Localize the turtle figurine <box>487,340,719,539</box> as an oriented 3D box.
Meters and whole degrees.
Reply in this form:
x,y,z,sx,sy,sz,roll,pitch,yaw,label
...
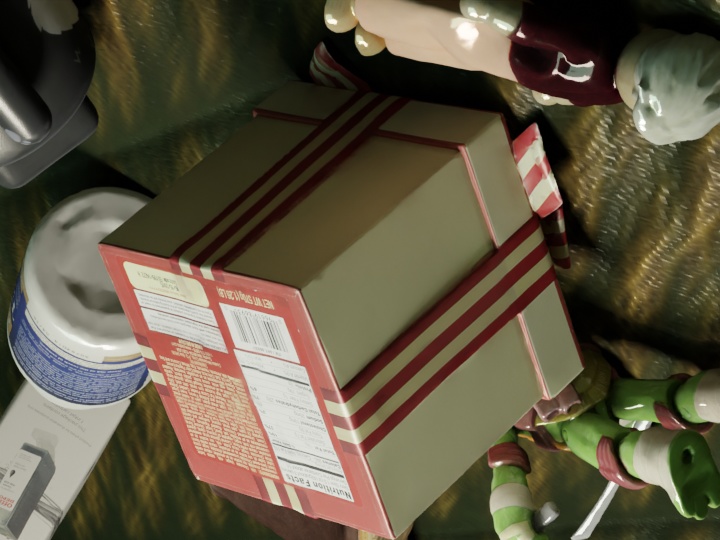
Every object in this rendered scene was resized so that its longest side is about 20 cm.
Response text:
x,y,z,sx,sy,sz,roll,pitch,yaw,label
0.139,0.115,1.581,0.143,0.201,0.193,5,177,-43,turtle figurine

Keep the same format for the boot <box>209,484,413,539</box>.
x,y,z,sx,sy,sz,roll,pitch,yaw,label
-0.043,0.164,2.034,0.166,0.073,0.200,26,162,12,boot

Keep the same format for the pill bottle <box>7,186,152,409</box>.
x,y,z,sx,sy,sz,roll,pitch,yaw,label
-0.176,0.027,1.873,0.111,0.111,0.200,33,159,0,pill bottle

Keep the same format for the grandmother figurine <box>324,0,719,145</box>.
x,y,z,sx,sy,sz,roll,pitch,yaw,label
0.081,-0.105,1.304,0.199,0.061,0.121,18,-178,28,grandmother figurine

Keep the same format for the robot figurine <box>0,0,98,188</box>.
x,y,z,sx,sy,sz,roll,pitch,yaw,label
-0.223,-0.137,1.573,0.149,0.125,0.200,4,147,32,robot figurine

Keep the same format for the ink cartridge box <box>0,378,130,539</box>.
x,y,z,sx,sy,sz,roll,pitch,yaw,label
-0.270,0.177,2.209,0.085,0.201,0.146,33,159,-1,ink cartridge box

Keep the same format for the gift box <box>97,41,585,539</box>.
x,y,z,sx,sy,sz,roll,pitch,yaw,label
0.000,0.000,1.475,0.184,0.187,0.201,17,134,41,gift box
